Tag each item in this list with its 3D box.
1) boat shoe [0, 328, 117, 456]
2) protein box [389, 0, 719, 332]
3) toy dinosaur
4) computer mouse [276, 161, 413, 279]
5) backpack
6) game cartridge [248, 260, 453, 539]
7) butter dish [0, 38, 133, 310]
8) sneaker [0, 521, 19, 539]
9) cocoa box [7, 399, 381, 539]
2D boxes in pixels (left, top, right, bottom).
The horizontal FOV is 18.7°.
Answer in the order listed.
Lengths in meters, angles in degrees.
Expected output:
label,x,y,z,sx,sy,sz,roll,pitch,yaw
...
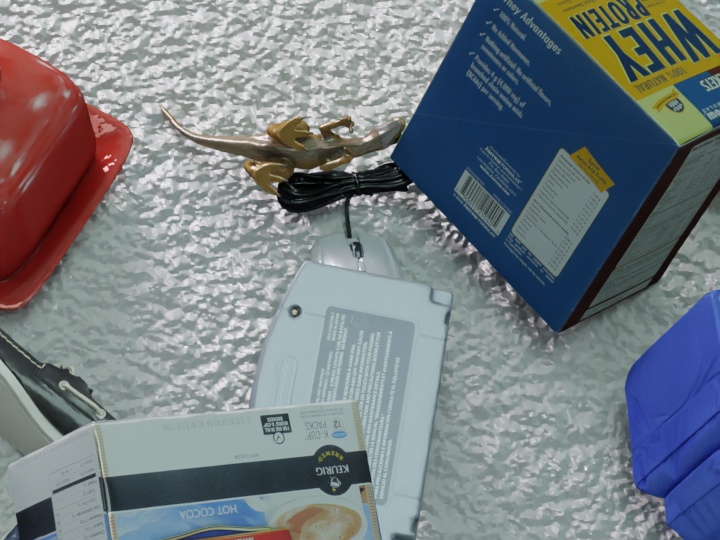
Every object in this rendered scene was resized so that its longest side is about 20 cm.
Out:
label,x,y,z,sx,sy,sz,roll,pitch,yaw
boat shoe,-0.206,0.102,1.516,0.060,0.074,0.200,-37,73,-29
protein box,0.163,-0.105,1.631,0.134,0.201,0.199,-23,62,-44
toy dinosaur,-0.066,-0.092,1.667,0.198,0.106,0.061,4,97,4
computer mouse,0.000,0.000,1.641,0.109,0.044,0.201,-1,57,-13
backpack,0.308,0.120,1.557,0.198,0.163,0.169,9,63,-20
game cartridge,-0.013,0.098,1.552,0.132,0.041,0.202,13,70,-7
butter dish,-0.285,-0.105,1.593,0.199,0.148,0.200,25,56,6
sneaker,-0.225,0.232,1.417,0.074,0.085,0.201,16,55,0
cocoa box,-0.103,0.167,1.397,0.199,0.133,0.133,-2,75,-34
